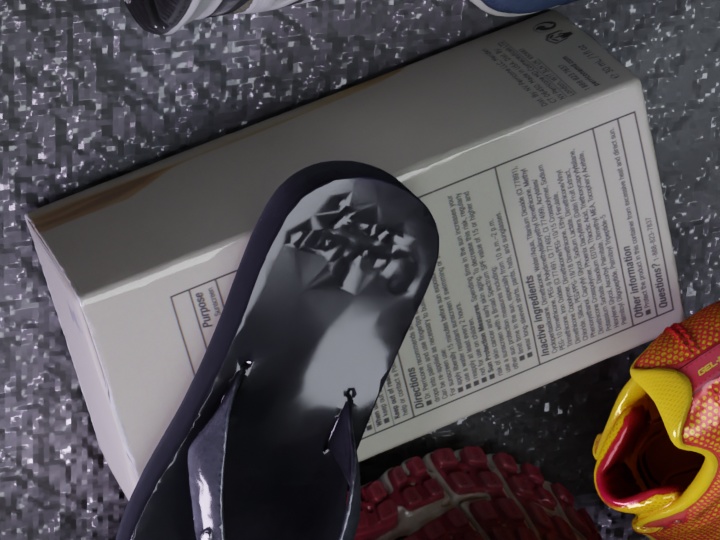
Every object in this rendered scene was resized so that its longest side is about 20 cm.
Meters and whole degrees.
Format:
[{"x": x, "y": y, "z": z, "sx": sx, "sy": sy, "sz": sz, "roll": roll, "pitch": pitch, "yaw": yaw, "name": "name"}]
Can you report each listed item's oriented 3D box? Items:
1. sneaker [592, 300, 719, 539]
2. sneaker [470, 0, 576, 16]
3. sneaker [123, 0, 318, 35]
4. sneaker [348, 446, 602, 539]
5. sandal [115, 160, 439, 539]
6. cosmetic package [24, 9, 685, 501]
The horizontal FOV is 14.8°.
[{"x": 0.113, "y": 0.066, "z": 0.982, "sx": 0.077, "sy": 0.073, "sz": 0.200, "roll": -25, "pitch": 153, "yaw": -10, "name": "sneaker"}, {"x": 0.123, "y": -0.139, "z": 0.900, "sx": 0.200, "sy": 0.085, "sz": 0.075, "roll": -32, "pitch": 124, "yaw": -5, "name": "sneaker"}, {"x": 0.005, "y": -0.150, "z": 0.829, "sx": 0.115, "sy": 0.076, "sz": 0.201, "roll": -10, "pitch": 153, "yaw": -32, "name": "sneaker"}, {"x": 0.002, "y": 0.112, "z": 0.994, "sx": 0.200, "sy": 0.081, "sz": 0.075, "roll": 4, "pitch": 142, "yaw": -25, "name": "sneaker"}, {"x": -0.029, "y": 0.064, "z": 0.874, "sx": 0.076, "sy": 0.043, "sz": 0.200, "roll": 8, "pitch": 109, "yaw": -24, "name": "sandal"}, {"x": 0.000, "y": 0.000, "z": 0.928, "sx": 0.200, "sy": 0.071, "sz": 0.105, "roll": -20, "pitch": 121, "yaw": -13, "name": "cosmetic package"}]
